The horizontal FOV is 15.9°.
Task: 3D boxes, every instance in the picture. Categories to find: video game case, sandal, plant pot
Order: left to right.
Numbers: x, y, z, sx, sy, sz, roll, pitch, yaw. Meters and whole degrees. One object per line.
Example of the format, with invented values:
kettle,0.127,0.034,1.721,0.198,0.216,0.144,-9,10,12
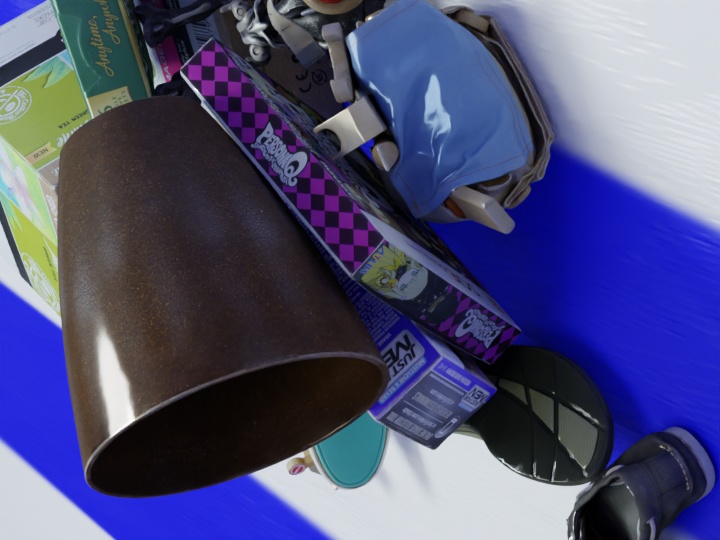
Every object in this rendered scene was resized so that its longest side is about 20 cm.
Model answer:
plant pot,-0.103,0.005,1.527,0.187,0.187,0.200,119,134,-60
video game case,-0.005,-0.041,1.581,0.200,0.036,0.181,50,-170,35
sandal,0.101,0.085,1.665,0.201,0.057,0.080,22,93,55

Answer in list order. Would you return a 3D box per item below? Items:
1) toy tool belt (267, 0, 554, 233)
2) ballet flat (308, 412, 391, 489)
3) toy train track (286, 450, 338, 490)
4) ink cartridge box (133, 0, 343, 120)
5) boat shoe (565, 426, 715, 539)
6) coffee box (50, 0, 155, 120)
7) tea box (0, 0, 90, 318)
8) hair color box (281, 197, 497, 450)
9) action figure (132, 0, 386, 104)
toy tool belt,0.029,-0.111,1.520,0.200,0.125,0.123,54,-174,-8
ballet flat,-0.021,0.059,1.879,0.069,0.069,0.200,17,123,57
toy train track,-0.059,0.098,1.936,0.200,0.032,0.115,70,178,-53
ink cartridge box,-0.103,-0.188,1.782,0.165,0.075,0.200,17,129,56
boat shoe,0.159,0.157,1.618,0.067,0.057,0.200,56,153,16
coffee box,-0.171,-0.164,1.700,0.200,0.044,0.123,-109,2,-76
tea box,-0.208,-0.070,1.992,0.197,0.134,0.200,40,154,40
hair color box,-0.010,0.016,1.634,0.200,0.065,0.109,51,-173,24
action figure,-0.044,-0.171,1.642,0.200,0.102,0.119,-17,111,26
